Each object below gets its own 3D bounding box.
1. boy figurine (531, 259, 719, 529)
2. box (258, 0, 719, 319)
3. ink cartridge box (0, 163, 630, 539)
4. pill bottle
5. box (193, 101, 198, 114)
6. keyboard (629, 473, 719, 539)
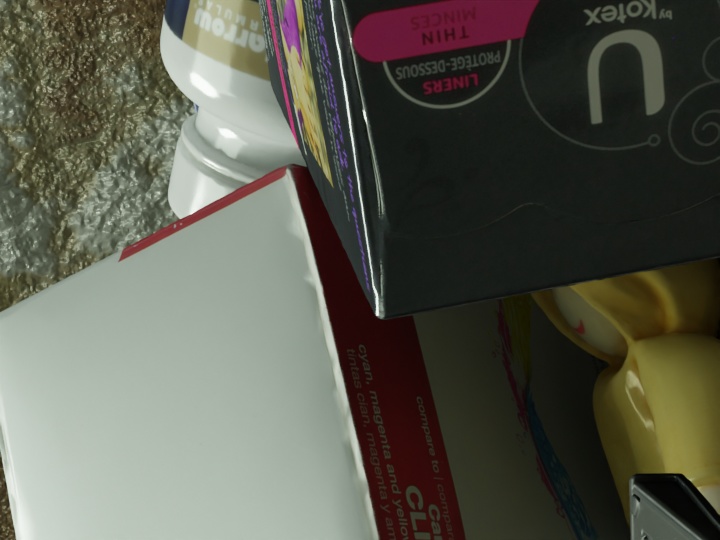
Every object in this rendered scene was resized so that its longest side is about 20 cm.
[{"bbox_3d":[0.096,0.065,0.752,0.124,0.064,0.201,116,139,-84],"label":"boy figurine"},{"bbox_3d":[0.037,-0.081,0.727,0.200,0.122,0.106,-115,16,-64],"label":"box"},{"bbox_3d":[0.001,0.069,0.843,0.200,0.145,0.145,11,-121,-51],"label":"ink cartridge box"},{"bbox_3d":[-0.009,-0.109,0.878,0.111,0.111,0.200,-115,35,-65],"label":"pill bottle"},{"bbox_3d":[-0.007,-0.128,0.950,0.032,0.121,0.201,-41,-48,-67],"label":"box"},{"bbox_3d":[0.087,0.154,0.675,0.127,0.021,0.201,-139,46,-77],"label":"keyboard"}]
